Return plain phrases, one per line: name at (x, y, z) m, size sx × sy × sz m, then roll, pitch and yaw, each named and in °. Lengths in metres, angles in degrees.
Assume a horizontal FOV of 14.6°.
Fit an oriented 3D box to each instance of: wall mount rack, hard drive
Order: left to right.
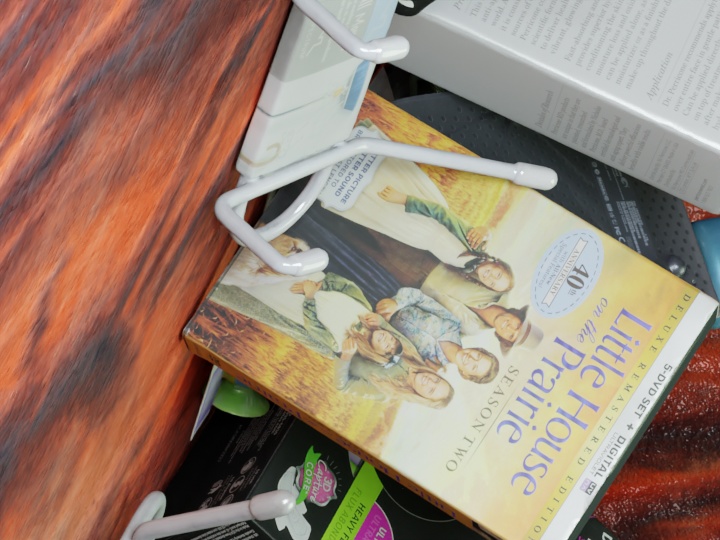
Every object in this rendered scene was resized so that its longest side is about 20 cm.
wall mount rack at (-0.101, 0.177, 1.266) m, size 0.174 × 0.074 × 0.200 m, roll 110°, pitch 6°, yaw -51°
wall mount rack at (0.025, -0.079, 1.188) m, size 0.173 × 0.075 × 0.200 m, roll -25°, pitch 146°, yaw -44°
hard drive at (0.089, -0.022, 1.384) m, size 0.200 × 0.135 × 0.042 m, roll -4°, pitch 160°, yaw -47°

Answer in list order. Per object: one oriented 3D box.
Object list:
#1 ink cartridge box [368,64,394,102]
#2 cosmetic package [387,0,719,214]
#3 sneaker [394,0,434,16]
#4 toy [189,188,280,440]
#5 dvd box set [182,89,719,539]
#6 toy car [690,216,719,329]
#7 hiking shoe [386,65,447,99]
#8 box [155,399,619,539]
ink cartridge box at (0.000, 0.000, 1.555) m, size 0.109 × 0.050 × 0.201 m, roll -57°, pitch 137°, yaw -61°
cosmetic package at (0.104, -0.119, 1.320) m, size 0.102 × 0.199 × 0.071 m, roll -62°, pitch 176°, yaw -20°
sneaker at (0.055, -0.188, 1.265) m, size 0.200 × 0.071 × 0.080 m, roll -49°, pitch 167°, yaw -44°
toy at (-0.024, -0.015, 1.382) m, size 0.115 × 0.047 × 0.201 m, roll -56°, pitch 171°, yaw -66°
dvd box set at (0.040, 0.025, 1.268) m, size 0.147 × 0.200 × 0.029 m, roll -55°, pitch 167°, yaw -10°
toy car at (0.104, -0.020, 1.599) m, size 0.200 × 0.183 × 0.178 m, roll 144°, pitch -66°, yaw -74°
hiking shoe at (0.067, -0.102, 1.624) m, size 0.076 × 0.100 × 0.201 m, roll 60°, pitch 55°, yaw -84°
box at (0.009, 0.148, 1.460) m, size 0.124 × 0.200 × 0.149 m, roll -27°, pitch -155°, yaw 50°
